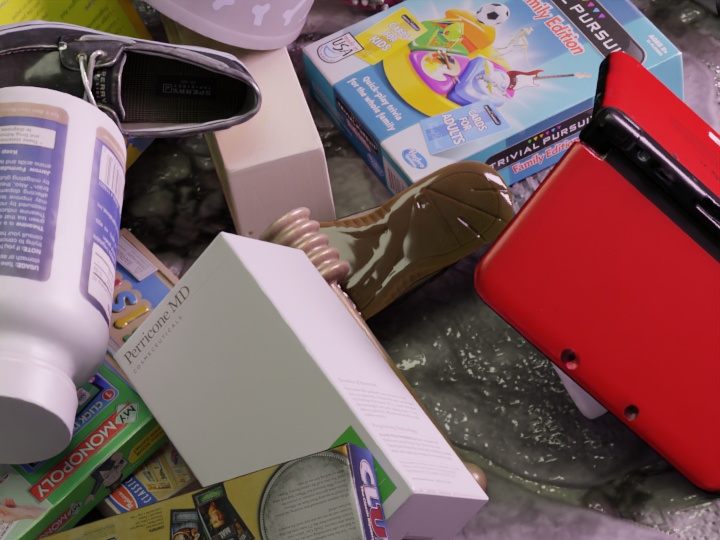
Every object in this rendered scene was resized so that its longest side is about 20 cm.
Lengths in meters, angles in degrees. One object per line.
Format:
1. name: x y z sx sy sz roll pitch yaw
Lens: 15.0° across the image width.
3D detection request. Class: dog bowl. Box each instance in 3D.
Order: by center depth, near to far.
1. dog bowl: -0.102 -0.231 1.734 0.200 0.059 0.200 31 29 -19

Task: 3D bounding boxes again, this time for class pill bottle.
1. pill bottle: -0.197 0.005 1.568 0.110 0.111 0.201 -2 58 7

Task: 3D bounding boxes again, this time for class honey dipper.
1. honey dipper: 0.010 0.052 1.584 0.038 0.038 0.200 -31 76 -18

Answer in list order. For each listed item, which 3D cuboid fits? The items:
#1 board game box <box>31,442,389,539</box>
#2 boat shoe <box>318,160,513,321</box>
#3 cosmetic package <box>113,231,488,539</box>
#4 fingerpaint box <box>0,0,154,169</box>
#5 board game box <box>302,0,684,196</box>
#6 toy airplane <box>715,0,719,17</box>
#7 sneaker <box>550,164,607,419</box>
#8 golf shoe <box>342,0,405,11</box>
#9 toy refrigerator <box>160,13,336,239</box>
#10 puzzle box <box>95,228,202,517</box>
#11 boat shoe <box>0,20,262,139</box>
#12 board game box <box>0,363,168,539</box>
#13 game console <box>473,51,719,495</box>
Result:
1. board game box: -0.076 0.184 1.438 0.199 0.035 0.136 -18 72 20
2. boat shoe: 0.000 0.000 1.656 0.199 0.065 0.073 -22 77 -12
3. cosmetic package: -0.035 0.087 1.518 0.108 0.085 0.200 -49 60 18
4. fingerpaint box: -0.223 -0.107 1.712 0.073 0.167 0.200 2 43 43
5. board game box: 0.085 -0.127 1.771 0.199 0.047 0.151 -26 49 -14
6. toy airplane: 0.252 -0.274 1.776 0.141 0.199 0.200 -37 50 -11
7. sneaker: 0.152 -0.003 1.611 0.082 0.077 0.200 -15 44 22
8. golf shoe: -0.017 -0.225 1.862 0.199 0.075 0.092 0 44 8
9. toy refrigerator: -0.077 -0.111 1.763 0.070 0.076 0.200 -15 48 -5
10. puzzle box: -0.140 0.067 1.643 0.133 0.025 0.200 -34 51 -20
11. boat shoe: -0.154 -0.114 1.633 0.199 0.072 0.071 -3 6 -20
12. board game box: -0.226 0.120 1.584 0.200 0.029 0.134 -42 54 -15
13. game console: 0.178 -0.002 1.581 0.119 0.200 0.172 -44 12 23
